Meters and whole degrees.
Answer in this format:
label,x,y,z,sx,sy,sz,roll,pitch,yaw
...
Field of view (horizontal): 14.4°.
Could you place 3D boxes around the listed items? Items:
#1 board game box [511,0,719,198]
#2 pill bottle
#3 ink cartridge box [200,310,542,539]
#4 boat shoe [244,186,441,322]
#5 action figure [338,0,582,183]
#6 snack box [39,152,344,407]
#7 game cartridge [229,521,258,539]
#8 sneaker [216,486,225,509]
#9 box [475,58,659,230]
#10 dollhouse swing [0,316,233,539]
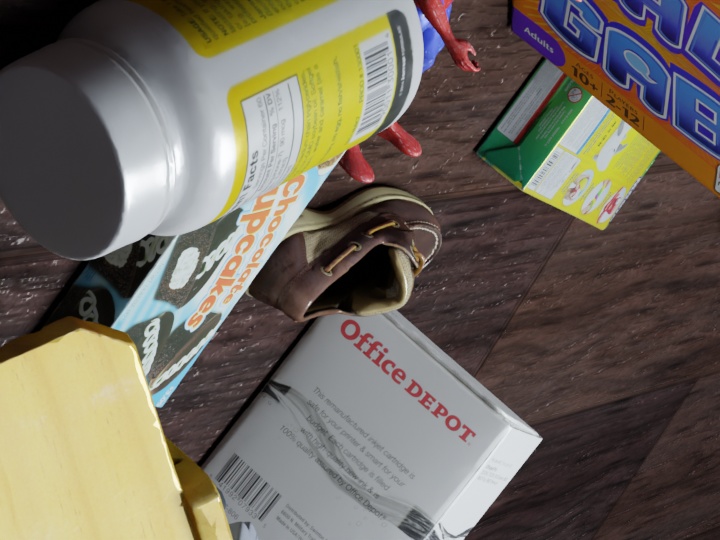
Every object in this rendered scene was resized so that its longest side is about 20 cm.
label,x,y,z,sx,sy,sz,roll,pitch,yaw
board game box,0.225,-0.195,1.626,0.200,0.200,0.200,-41,156,-20
pill bottle,-0.073,-0.085,1.335,0.199,0.114,0.115,-29,151,-42
ink cartridge box,-0.006,0.132,1.781,0.200,0.144,0.084,-51,160,5
boat shoe,0.000,0.000,1.676,0.072,0.072,0.200,-57,158,18
action figure,0.052,-0.122,1.554,0.065,0.099,0.201,-32,150,-40
snack box,-0.086,-0.018,1.524,0.201,0.037,0.116,-54,159,9
game cartridge,-0.152,0.193,1.521,0.199,0.041,0.133,-18,-168,8
sneaker,-0.140,0.200,1.679,0.200,0.081,0.074,-46,-178,-34
box,0.156,-0.094,1.868,0.118,0.048,0.200,-53,156,7
dollhouse swing,-0.188,0.112,1.452,0.199,0.177,0.182,-24,-164,-12
